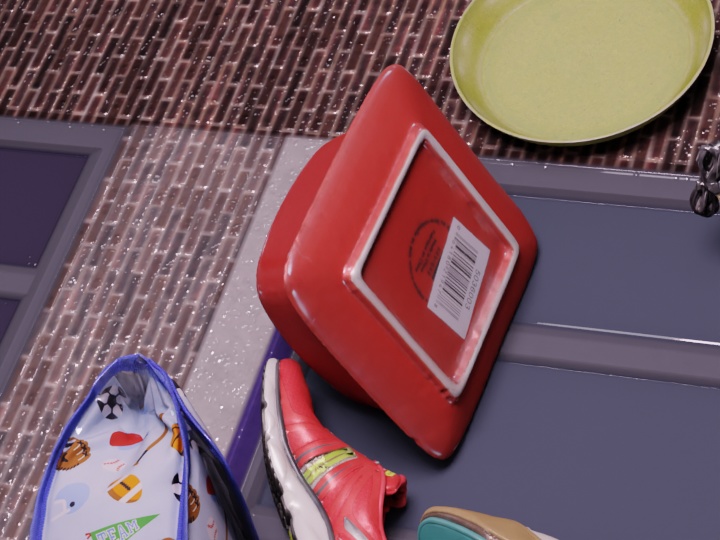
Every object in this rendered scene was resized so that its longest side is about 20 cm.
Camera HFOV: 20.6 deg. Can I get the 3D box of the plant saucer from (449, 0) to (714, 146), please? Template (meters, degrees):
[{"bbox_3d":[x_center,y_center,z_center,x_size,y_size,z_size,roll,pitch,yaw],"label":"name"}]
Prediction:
[{"bbox_3d":[0.166,-0.164,1.476,0.198,0.031,0.202,-9,52,11],"label":"plant saucer"}]

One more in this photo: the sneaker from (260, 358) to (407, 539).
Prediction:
[{"bbox_3d":[-0.013,0.141,1.282,0.084,0.077,0.201,-16,56,-9],"label":"sneaker"}]

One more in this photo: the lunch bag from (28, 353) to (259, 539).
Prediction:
[{"bbox_3d":[-0.124,0.176,1.216,0.122,0.171,0.201,-6,51,9],"label":"lunch bag"}]

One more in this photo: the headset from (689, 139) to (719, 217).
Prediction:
[{"bbox_3d":[0.313,-0.075,1.319,0.198,0.094,0.124,-16,49,-9],"label":"headset"}]

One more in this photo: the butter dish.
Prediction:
[{"bbox_3d":[0.000,0.000,1.327,0.147,0.200,0.201,-8,46,42],"label":"butter dish"}]

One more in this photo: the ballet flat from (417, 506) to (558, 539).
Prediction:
[{"bbox_3d":[0.121,0.200,1.200,0.063,0.069,0.199,-24,46,-40],"label":"ballet flat"}]
